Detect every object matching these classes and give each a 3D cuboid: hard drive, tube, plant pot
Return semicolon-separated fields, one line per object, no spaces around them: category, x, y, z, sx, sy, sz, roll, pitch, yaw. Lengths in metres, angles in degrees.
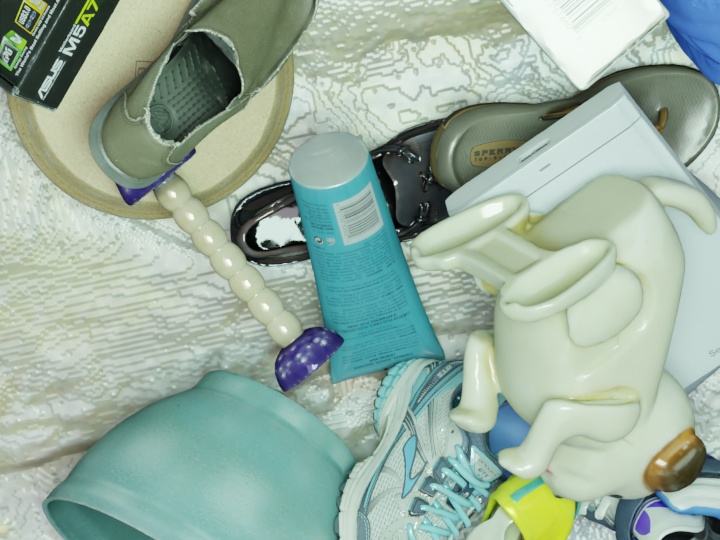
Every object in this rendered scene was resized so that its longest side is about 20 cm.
hard drive;0.164;-0.007;1.636;0.132;0.027;0.200;-34;118;13
tube;0.000;0.000;1.671;0.077;0.050;0.200;-10;134;6
plant pot;-0.084;0.150;1.675;0.200;0.200;0.134;35;71;-5

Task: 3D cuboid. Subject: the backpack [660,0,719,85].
backpack;0.278;-0.195;1.611;0.200;0.163;0.168;-29;123;-3

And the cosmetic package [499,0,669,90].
cosmetic package;0.122;-0.177;1.604;0.073;0.200;0.104;-41;97;7

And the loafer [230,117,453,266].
loafer;0.011;-0.045;1.694;0.200;0.063;0.072;-19;97;4

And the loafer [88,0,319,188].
loafer;-0.082;-0.129;1.601;0.075;0.070;0.200;45;64;-17

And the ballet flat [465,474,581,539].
ballet flat;0.083;0.203;1.691;0.067;0.067;0.200;44;135;27

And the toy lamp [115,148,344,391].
toy lamp;-0.091;-0.018;1.643;0.058;0.058;0.200;-39;97;6

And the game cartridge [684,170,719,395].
game cartridge;0.175;-0.006;1.674;0.200;0.041;0.133;38;106;-24

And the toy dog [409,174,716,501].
toy dog;0.138;0.051;1.591;0.194;0.139;0.200;-34;123;-28

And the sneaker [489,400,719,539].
sneaker;0.166;0.137;1.678;0.200;0.146;0.081;21;98;-3

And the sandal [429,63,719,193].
sandal;0.144;-0.084;1.673;0.200;0.055;0.082;-7;106;-19

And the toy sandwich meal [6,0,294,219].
toy sandwich meal;-0.142;-0.132;1.684;0.205;0.070;0.206;-2;102;-10

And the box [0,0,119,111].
box;-0.206;-0.228;1.621;0.193;0.047;0.200;38;101;36

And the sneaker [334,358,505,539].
sneaker;0.044;0.133;1.654;0.086;0.200;0.078;-12;137;31
